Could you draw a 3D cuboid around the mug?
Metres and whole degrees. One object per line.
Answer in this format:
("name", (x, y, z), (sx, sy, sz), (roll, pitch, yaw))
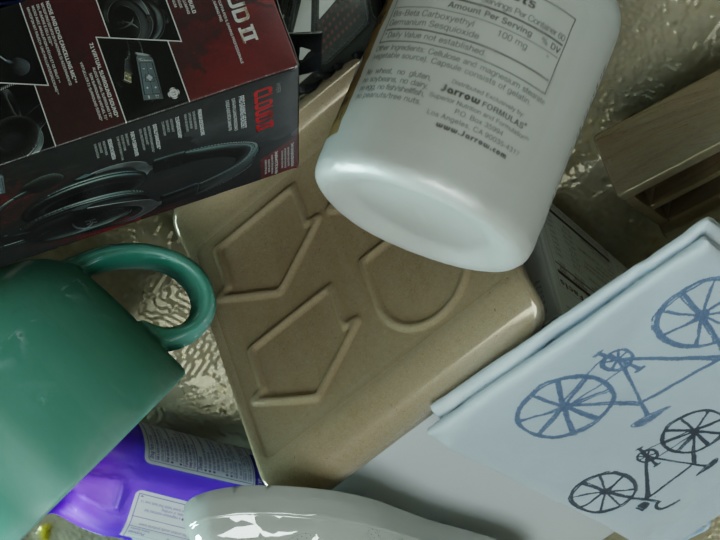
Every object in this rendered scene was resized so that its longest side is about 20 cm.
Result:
("mug", (-0.178, 0.060, 1.270), (0.114, 0.185, 0.152), (44, 128, -2))

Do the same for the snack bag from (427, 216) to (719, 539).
("snack bag", (0.165, 0.066, 1.229), (0.189, 0.021, 0.200), (-38, 132, 26))

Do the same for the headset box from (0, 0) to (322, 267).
("headset box", (-0.114, -0.078, 1.133), (0.200, 0.149, 0.077), (-18, 76, -7))

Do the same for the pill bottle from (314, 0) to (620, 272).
("pill bottle", (0.064, -0.111, 1.181), (0.114, 0.114, 0.200), (26, 74, -11))

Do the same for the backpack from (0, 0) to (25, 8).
("backpack", (-0.172, -0.189, 1.171), (0.135, 0.200, 0.183), (-35, 72, 47))

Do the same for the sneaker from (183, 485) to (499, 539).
("sneaker", (-0.001, 0.184, 1.245), (0.200, 0.116, 0.074), (16, 152, -20))

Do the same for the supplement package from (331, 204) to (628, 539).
("supplement package", (0.072, 0.081, 1.324), (0.200, 0.111, 0.156), (-37, 127, 22))

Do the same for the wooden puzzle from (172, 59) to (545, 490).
("wooden puzzle", (0.000, 0.000, 1.279), (0.185, 0.200, 0.046), (-38, 145, 22))

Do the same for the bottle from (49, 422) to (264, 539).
("bottle", (-0.131, 0.121, 1.379), (0.200, 0.084, 0.065), (15, 99, -17))

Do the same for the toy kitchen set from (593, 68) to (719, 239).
("toy kitchen set", (0.263, -0.007, 1.261), (0.180, 0.200, 0.163), (-28, 156, 18))

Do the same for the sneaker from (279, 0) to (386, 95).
("sneaker", (-0.028, -0.127, 1.252), (0.098, 0.071, 0.201), (24, 117, -8))
